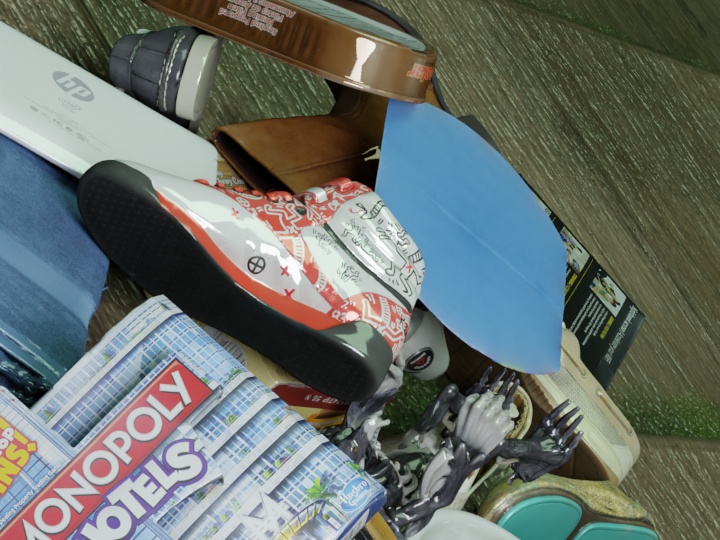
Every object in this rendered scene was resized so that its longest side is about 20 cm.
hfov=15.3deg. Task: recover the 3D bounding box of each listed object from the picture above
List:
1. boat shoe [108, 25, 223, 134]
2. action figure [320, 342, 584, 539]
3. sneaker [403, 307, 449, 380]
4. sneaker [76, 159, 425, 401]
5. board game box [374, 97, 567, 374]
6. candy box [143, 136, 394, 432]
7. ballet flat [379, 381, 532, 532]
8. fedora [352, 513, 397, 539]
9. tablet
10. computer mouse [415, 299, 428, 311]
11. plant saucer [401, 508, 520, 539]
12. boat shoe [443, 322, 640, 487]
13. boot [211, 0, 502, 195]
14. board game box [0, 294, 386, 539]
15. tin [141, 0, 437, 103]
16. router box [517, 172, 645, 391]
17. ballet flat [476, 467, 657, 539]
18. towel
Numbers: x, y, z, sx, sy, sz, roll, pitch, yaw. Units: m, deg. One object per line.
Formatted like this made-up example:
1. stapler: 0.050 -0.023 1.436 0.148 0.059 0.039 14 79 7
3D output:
1. boat shoe: -0.123 -0.128 1.684 0.063 0.073 0.200 14 2 -2
2. action figure: 0.033 0.091 1.521 0.119 0.102 0.200 37 29 31
3. sneaker: 0.006 -0.004 1.760 0.089 0.074 0.200 47 17 -45
4. sneaker: -0.056 -0.020 1.490 0.201 0.067 0.108 34 49 -7
5. board game box: 0.056 -0.012 1.632 0.158 0.039 0.200 39 33 -22
6. candy box: -0.074 0.009 1.604 0.115 0.055 0.200 10 44 -53
7. ballet flat: 0.056 0.109 1.659 0.067 0.062 0.200 41 23 6
8. fedora: -0.056 0.157 1.370 0.200 0.082 0.201 36 26 -21
9. tablet: -0.170 -0.093 1.536 0.200 0.014 0.130 31 23 -15
10. computer mouse: 0.000 0.000 1.621 0.200 0.034 0.059 5 66 -56
11. plant saucer: 0.082 0.230 1.531 0.200 0.050 0.200 37 25 -21
12. boat shoe: 0.114 0.064 1.797 0.200 0.072 0.065 51 46 -4
13. boot: -0.027 -0.094 1.714 0.200 0.068 0.188 -19 69 -47
14. board game box: -0.124 0.106 1.253 0.200 0.200 0.062 40 -19 10
15. tin: -0.044 -0.153 1.662 0.200 0.042 0.112 23 7 23
16. router box: 0.125 0.023 1.921 0.149 0.051 0.200 48 24 -2
17. ballet flat: 0.118 0.155 1.697 0.200 0.071 0.071 17 38 -53
18. towel: -0.193 0.004 1.423 0.112 0.049 0.200 40 25 -16
